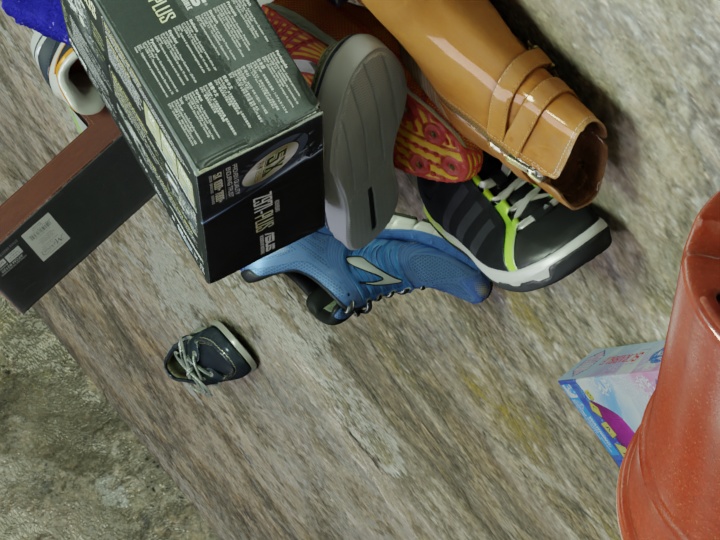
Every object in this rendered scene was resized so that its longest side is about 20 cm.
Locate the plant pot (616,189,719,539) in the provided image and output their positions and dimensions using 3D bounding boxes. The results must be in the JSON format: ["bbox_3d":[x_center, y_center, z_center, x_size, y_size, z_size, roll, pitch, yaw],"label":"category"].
[{"bbox_3d":[0.228,0.060,1.190,0.201,0.201,0.195,43,154,32],"label":"plant pot"}]

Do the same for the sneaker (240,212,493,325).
[{"bbox_3d":[0.000,0.000,1.759,0.200,0.089,0.079,13,173,-19],"label":"sneaker"}]

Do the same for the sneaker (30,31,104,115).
[{"bbox_3d":[-0.156,-0.195,1.736,0.078,0.200,0.079,13,-145,-42],"label":"sneaker"}]

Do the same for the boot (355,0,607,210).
[{"bbox_3d":[0.076,-0.127,1.417,0.155,0.074,0.200,45,175,29],"label":"boot"}]

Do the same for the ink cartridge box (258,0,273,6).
[{"bbox_3d":[-0.059,-0.133,1.764,0.147,0.083,0.200,54,166,-5],"label":"ink cartridge box"}]

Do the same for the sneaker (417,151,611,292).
[{"bbox_3d":[0.083,-0.047,1.569,0.200,0.072,0.083,24,145,59],"label":"sneaker"}]

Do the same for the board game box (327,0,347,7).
[{"bbox_3d":[-0.071,-0.280,1.520,0.165,0.057,0.200,39,160,44],"label":"board game box"}]

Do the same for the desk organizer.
[{"bbox_3d":[-0.210,-0.072,1.796,0.077,0.200,0.072,44,175,40],"label":"desk organizer"}]

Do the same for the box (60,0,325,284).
[{"bbox_3d":[-0.104,-0.119,1.472,0.200,0.086,0.164,59,168,20],"label":"box"}]

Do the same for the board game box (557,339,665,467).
[{"bbox_3d":[0.233,0.136,1.599,0.200,0.041,0.200,53,165,-5],"label":"board game box"}]

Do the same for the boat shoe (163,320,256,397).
[{"bbox_3d":[-0.170,0.096,2.656,0.075,0.062,0.200,58,164,-12],"label":"boat shoe"}]

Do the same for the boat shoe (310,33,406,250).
[{"bbox_3d":[-0.016,-0.083,1.513,0.062,0.072,0.200,37,154,20],"label":"boat shoe"}]

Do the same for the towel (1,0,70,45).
[{"bbox_3d":[-0.183,-0.252,1.677,0.050,0.200,0.148,16,-175,-31],"label":"towel"}]

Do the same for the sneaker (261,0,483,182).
[{"bbox_3d":[0.016,-0.130,1.577,0.200,0.077,0.073,44,146,30],"label":"sneaker"}]

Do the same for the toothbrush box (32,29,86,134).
[{"bbox_3d":[-0.218,-0.228,1.890,0.146,0.086,0.200,71,177,-50],"label":"toothbrush box"}]
